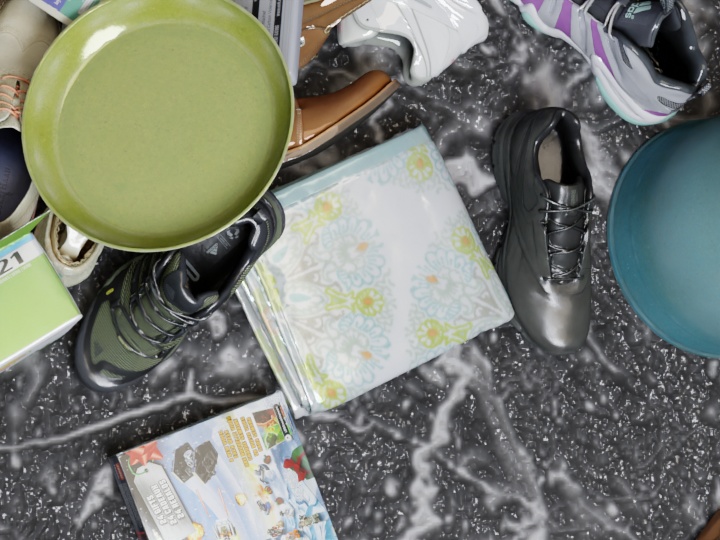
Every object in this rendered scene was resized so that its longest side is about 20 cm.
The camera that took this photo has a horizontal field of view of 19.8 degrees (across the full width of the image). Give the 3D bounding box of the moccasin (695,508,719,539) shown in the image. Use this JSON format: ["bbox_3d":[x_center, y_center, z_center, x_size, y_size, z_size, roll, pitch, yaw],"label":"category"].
[{"bbox_3d":[0.269,0.272,1.619,0.074,0.078,0.201,44,73,-6],"label":"moccasin"}]

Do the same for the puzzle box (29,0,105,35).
[{"bbox_3d":[-0.202,-0.286,1.481,0.133,0.025,0.200,33,105,-14],"label":"puzzle box"}]

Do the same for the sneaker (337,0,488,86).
[{"bbox_3d":[0.005,-0.226,1.615,0.200,0.078,0.099,44,76,-6],"label":"sneaker"}]

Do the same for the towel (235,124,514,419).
[{"bbox_3d":[0.000,0.000,1.596,0.200,0.048,0.172,-25,93,-18],"label":"towel"}]

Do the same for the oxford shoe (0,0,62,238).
[{"bbox_3d":[-0.250,-0.116,1.521,0.071,0.074,0.201,6,80,-13],"label":"oxford shoe"}]

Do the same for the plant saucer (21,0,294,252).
[{"bbox_3d":[-0.142,-0.106,1.478,0.199,0.031,0.201,-2,74,8],"label":"plant saucer"}]

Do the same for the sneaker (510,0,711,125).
[{"bbox_3d":[0.204,-0.209,1.635,0.200,0.140,0.078,43,73,-7],"label":"sneaker"}]

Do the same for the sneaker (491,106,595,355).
[{"bbox_3d":[0.149,-0.033,1.621,0.076,0.091,0.201,-7,85,-19],"label":"sneaker"}]

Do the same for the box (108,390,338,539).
[{"bbox_3d":[-0.089,0.207,1.541,0.137,0.040,0.201,-20,88,-19],"label":"box"}]

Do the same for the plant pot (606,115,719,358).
[{"bbox_3d":[0.321,-0.040,1.622,0.199,0.188,0.201,2,81,-16],"label":"plant pot"}]

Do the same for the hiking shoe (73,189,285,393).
[{"bbox_3d":[-0.141,0.013,1.500,0.076,0.101,0.200,44,98,-2],"label":"hiking shoe"}]

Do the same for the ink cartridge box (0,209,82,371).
[{"bbox_3d":[-0.270,0.039,1.426,0.148,0.200,0.076,-32,92,-18],"label":"ink cartridge box"}]

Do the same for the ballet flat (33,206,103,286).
[{"bbox_3d":[-0.189,-0.081,1.541,0.067,0.062,0.201,20,77,-14],"label":"ballet flat"}]

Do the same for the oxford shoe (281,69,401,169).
[{"bbox_3d":[-0.060,-0.113,1.582,0.200,0.071,0.071,-28,87,-17],"label":"oxford shoe"}]

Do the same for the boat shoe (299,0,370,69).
[{"bbox_3d":[-0.057,-0.192,1.577,0.199,0.072,0.068,-22,126,5],"label":"boat shoe"}]

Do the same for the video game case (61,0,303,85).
[{"bbox_3d":[-0.129,-0.230,1.545,0.182,0.022,0.201,0,72,12],"label":"video game case"}]
